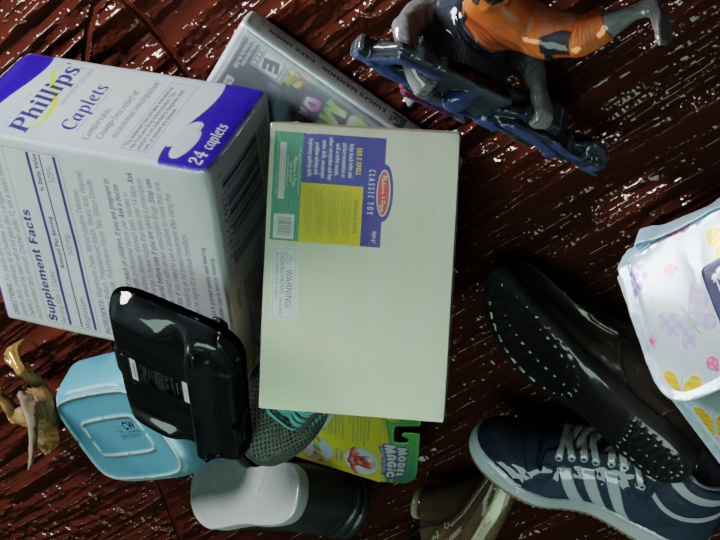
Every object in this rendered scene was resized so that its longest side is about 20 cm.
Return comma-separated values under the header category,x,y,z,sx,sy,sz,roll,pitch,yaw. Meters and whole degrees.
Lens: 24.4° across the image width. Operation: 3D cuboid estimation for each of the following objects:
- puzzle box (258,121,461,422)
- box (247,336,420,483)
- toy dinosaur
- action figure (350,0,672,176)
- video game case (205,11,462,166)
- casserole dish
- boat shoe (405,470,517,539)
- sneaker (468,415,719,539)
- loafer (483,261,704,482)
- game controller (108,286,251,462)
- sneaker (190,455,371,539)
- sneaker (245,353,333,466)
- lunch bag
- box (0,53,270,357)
category,x,y,z,sx,sy,sz,roll,pitch,yaw
puzzle box,0.000,0.000,1.143,0.132,0.025,0.202,5,98,8
box,-0.042,0.097,1.336,0.199,0.048,0.118,17,133,16
toy dinosaur,-0.283,0.117,1.439,0.106,0.060,0.200,51,172,5
action figure,0.104,-0.145,1.046,0.199,0.105,0.193,27,149,-33
video game case,-0.048,-0.068,1.212,0.181,0.023,0.200,34,135,-5
casserole dish,-0.194,0.129,1.408,0.199,0.039,0.121,-14,114,52
boat shoe,0.074,0.203,1.351,0.075,0.075,0.203,31,135,7
sneaker,0.186,0.137,1.238,0.199,0.070,0.109,23,139,-2
loafer,0.171,0.064,1.190,0.200,0.071,0.073,45,151,7
game controller,-0.129,0.077,1.204,0.104,0.042,0.200,30,153,15
sneaker,-0.067,0.194,1.413,0.099,0.071,0.200,16,169,-32
sneaker,-0.043,0.079,1.234,0.077,0.091,0.201,33,121,2
lunch bag,0.279,0.038,1.072,0.169,0.127,0.200,-26,106,37
box,-0.166,-0.045,1.203,0.199,0.105,0.185,11,133,18
